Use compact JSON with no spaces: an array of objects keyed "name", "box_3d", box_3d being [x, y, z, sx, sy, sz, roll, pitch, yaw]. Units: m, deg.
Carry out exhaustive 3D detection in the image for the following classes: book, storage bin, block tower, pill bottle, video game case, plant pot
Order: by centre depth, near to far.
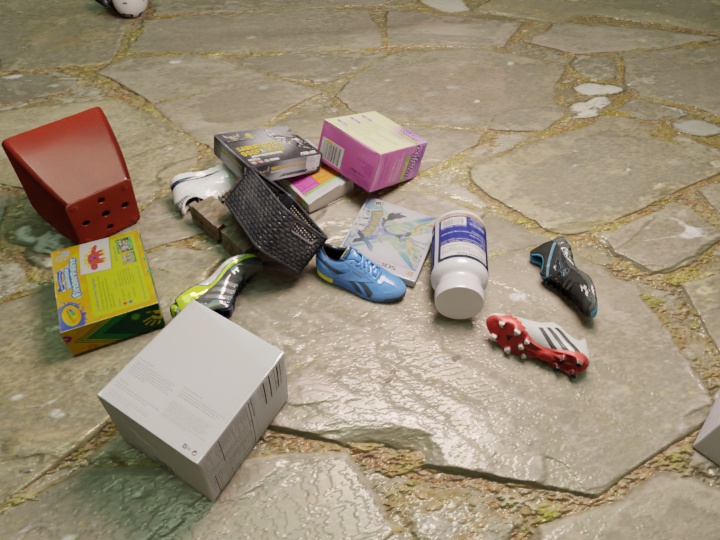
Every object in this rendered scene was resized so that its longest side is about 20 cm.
[{"name":"pill bottle","box_3d":[0.196,-0.013,1.062,0.113,0.117,0.203,8,49,2]},{"name":"storage bin","box_3d":[-0.170,-0.101,1.064,0.094,0.135,0.200,-50,47,7]},{"name":"plant pot","box_3d":[-0.567,-0.176,1.104,0.198,0.201,0.176,-33,69,-29]},{"name":"block tower","box_3d":[-0.278,-0.084,1.129,0.199,0.055,0.058,36,55,24]},{"name":"video game case","box_3d":[0.063,-0.069,1.163,0.179,0.022,0.202,19,50,11]},{"name":"book","box_3d":[-0.125,-0.231,1.275,0.132,0.049,0.200,-29,56,-24]}]

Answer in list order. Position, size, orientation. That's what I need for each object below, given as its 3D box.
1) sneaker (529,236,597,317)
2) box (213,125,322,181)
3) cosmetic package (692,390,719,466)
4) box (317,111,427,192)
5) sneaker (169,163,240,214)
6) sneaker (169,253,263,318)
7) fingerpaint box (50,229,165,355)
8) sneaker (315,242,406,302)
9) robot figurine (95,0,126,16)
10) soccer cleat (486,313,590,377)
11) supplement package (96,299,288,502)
[{"name":"sneaker","box_3d":[0.415,0.021,1.093,0.080,0.074,0.202,-17,45,3]},{"name":"box","box_3d":[-0.210,-0.267,1.217,0.198,0.049,0.158,-19,48,-38]},{"name":"cosmetic package","box_3d":[0.667,0.209,0.850,0.122,0.202,0.199,37,56,25]},{"name":"box","box_3d":[0.028,-0.286,1.263,0.175,0.098,0.199,35,38,24]},{"name":"sneaker","box_3d":[-0.325,-0.185,1.211,0.197,0.077,0.081,-21,66,-16]},{"name":"sneaker","box_3d":[-0.257,0.046,1.017,0.081,0.074,0.200,40,63,16]},{"name":"fingerpaint box","box_3d":[-0.472,0.035,0.997,0.164,0.074,0.201,-18,52,-20]},{"name":"sneaker","box_3d":[0.000,0.000,1.063,0.197,0.079,0.066,21,48,11]},{"name":"robot figurine","box_3d":[-0.790,-0.923,1.773,0.199,0.124,0.151,41,99,28]},{"name":"soccer cleat","box_3d":[0.329,0.124,0.992,0.197,0.070,0.086,23,42,11]},{"name":"supplement package","box_3d":[-0.244,0.196,0.826,0.189,0.149,0.201,25,52,17]}]
